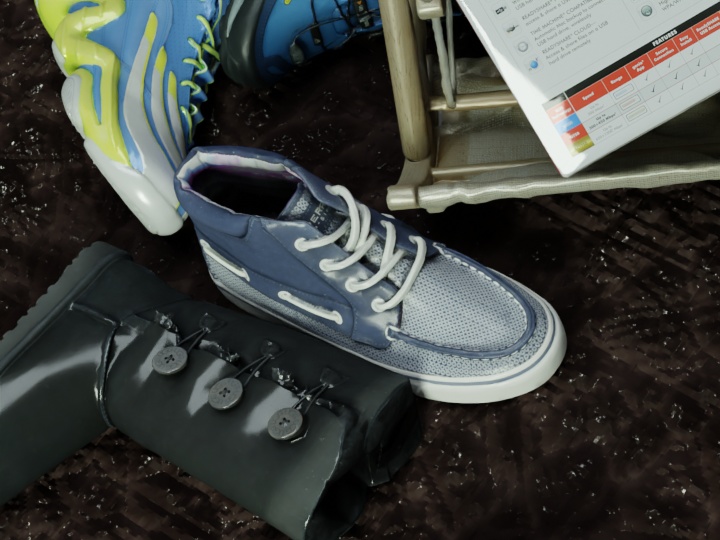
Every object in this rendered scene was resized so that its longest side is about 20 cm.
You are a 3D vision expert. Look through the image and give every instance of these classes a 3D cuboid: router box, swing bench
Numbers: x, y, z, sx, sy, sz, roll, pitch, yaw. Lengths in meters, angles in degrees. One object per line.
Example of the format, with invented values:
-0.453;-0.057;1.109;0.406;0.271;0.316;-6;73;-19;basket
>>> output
0.132;-0.168;1.067;0.200;0.049;0.180;-29;98;16;router box
0.109;-0.139;1.172;0.199;0.200;0.130;-4;13;10;swing bench

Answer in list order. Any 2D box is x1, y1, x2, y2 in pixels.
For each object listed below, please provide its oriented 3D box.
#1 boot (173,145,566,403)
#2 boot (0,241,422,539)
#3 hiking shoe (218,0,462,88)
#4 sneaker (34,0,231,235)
0.000;0.000;1.164;0.200;0.090;0.073;16;64;26;boot
-0.092;0.086;1.162;0.200;0.066;0.165;26;71;26;boot
0.014;-0.159;1.272;0.200;0.074;0.087;-40;54;-9;hiking shoe
-0.106;-0.113;1.277;0.105;0.076;0.200;-30;53;4;sneaker
